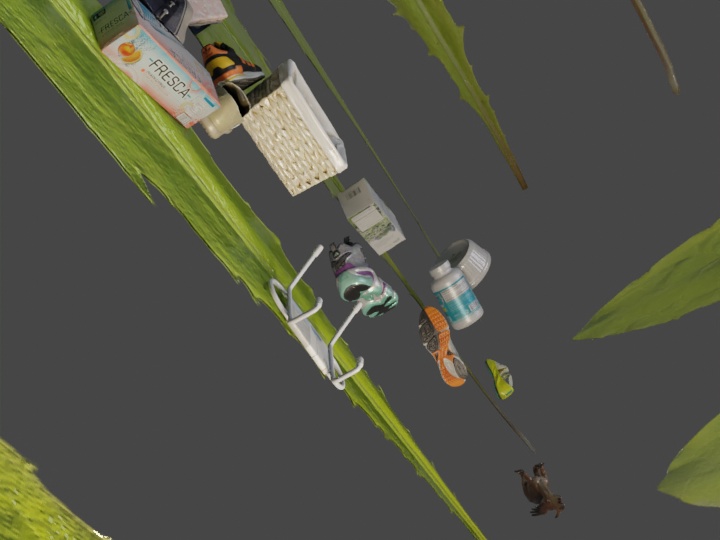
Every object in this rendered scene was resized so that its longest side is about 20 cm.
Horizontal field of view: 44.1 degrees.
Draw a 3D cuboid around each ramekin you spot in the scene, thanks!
[{"bbox_3d":[0.331,-0.015,2.953,0.094,0.202,0.203,43,17,-21],"label":"ramekin"}]

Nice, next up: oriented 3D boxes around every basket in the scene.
[{"bbox_3d":[-0.125,-0.258,1.627,0.201,0.122,0.136,56,11,-25],"label":"basket"}]

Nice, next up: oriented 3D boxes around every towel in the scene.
[{"bbox_3d":[-0.317,-0.497,1.484,0.193,0.032,0.200,61,24,-7],"label":"towel"}]

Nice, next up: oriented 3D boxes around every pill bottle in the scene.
[{"bbox_3d":[0.287,0.071,2.727,0.202,0.109,0.111,60,11,-5],"label":"pill bottle"}]

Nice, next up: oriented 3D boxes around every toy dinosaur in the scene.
[{"bbox_3d":[0.469,0.590,2.358,0.200,0.084,0.138,88,-14,-78],"label":"toy dinosaur"}]

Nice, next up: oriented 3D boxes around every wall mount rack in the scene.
[{"bbox_3d":[-0.052,0.064,1.280,0.201,0.074,0.175,57,12,-26],"label":"wall mount rack"}]

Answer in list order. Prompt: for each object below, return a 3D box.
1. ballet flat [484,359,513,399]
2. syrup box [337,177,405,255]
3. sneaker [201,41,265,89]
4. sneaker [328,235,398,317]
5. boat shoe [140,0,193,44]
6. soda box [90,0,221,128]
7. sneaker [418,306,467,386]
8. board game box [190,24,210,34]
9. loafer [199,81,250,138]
[{"bbox_3d":[0.468,0.354,2.961,0.067,0.066,0.201,54,13,-27],"label":"ballet flat"},{"bbox_3d":[0.028,-0.125,2.112,0.200,0.078,0.082,44,19,-56],"label":"syrup box"},{"bbox_3d":[-0.226,-0.363,1.564,0.091,0.069,0.200,61,12,-9],"label":"sneaker"},{"bbox_3d":[0.000,0.000,1.672,0.200,0.077,0.142,42,22,-61],"label":"sneaker"},{"bbox_3d":[-0.296,-0.382,1.279,0.093,0.074,0.201,56,10,-33],"label":"boat shoe"},{"bbox_3d":[-0.266,-0.275,1.179,0.200,0.063,0.069,44,20,-59],"label":"soda box"},{"bbox_3d":[0.193,0.181,2.156,0.092,0.074,0.203,-76,144,-85],"label":"sneaker"},{"bbox_3d":[-0.313,-0.517,1.647,0.137,0.034,0.201,58,12,-18],"label":"board game box"},{"bbox_3d":[-0.206,-0.257,1.393,0.076,0.068,0.201,56,12,-19],"label":"loafer"}]
